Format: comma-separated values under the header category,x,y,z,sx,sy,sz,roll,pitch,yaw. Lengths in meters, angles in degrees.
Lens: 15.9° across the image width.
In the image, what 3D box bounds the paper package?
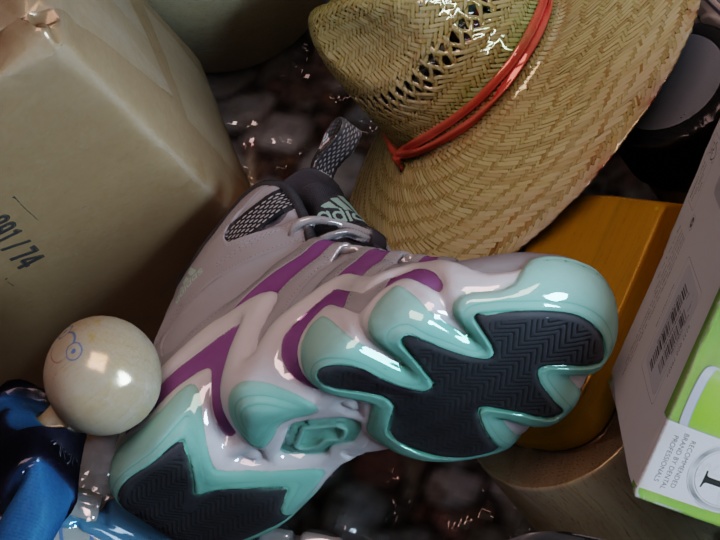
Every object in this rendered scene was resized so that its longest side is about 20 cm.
category,x,y,z,sx,sy,sz,roll,pitch,yaw
paper package,-0.154,-0.034,0.921,0.190,0.200,0.104,-29,61,10

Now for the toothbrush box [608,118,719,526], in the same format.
category,x,y,z,sx,sy,sz,roll,pitch,yaw
toothbrush box,0.195,0.021,0.786,0.199,0.146,0.086,19,20,-9

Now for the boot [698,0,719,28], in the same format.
category,x,y,z,sx,sy,sz,roll,pitch,yaw
boot,0.146,-0.167,1.036,0.072,0.091,0.200,-30,62,-10

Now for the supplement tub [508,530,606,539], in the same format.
category,x,y,z,sx,sy,sz,roll,pitch,yaw
supplement tub,0.097,0.149,0.786,0.199,0.123,0.123,8,61,31

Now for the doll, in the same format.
category,x,y,z,sx,sy,sz,roll,pitch,yaw
doll,-0.140,0.093,0.854,0.200,0.048,0.137,-43,27,3

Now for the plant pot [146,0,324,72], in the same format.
category,x,y,z,sx,sy,sz,roll,pitch,yaw
plant pot,-0.068,-0.171,1.003,0.186,0.200,0.189,-3,61,6

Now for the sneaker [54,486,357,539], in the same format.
category,x,y,z,sx,sy,sz,roll,pitch,yaw
sneaker,-0.085,0.130,0.914,0.198,0.075,0.087,7,62,12

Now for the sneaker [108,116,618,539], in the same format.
category,x,y,z,sx,sy,sz,roll,pitch,yaw
sneaker,0.000,0.000,0.868,0.199,0.078,0.141,-21,44,31

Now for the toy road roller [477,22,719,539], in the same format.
category,x,y,z,sx,sy,sz,roll,pitch,yaw
toy road roller,0.143,0.017,0.894,0.145,0.123,0.201,10,62,40

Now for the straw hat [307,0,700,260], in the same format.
category,x,y,z,sx,sy,sz,roll,pitch,yaw
straw hat,0.028,-0.087,0.946,0.085,0.201,0.202,40,66,-22
